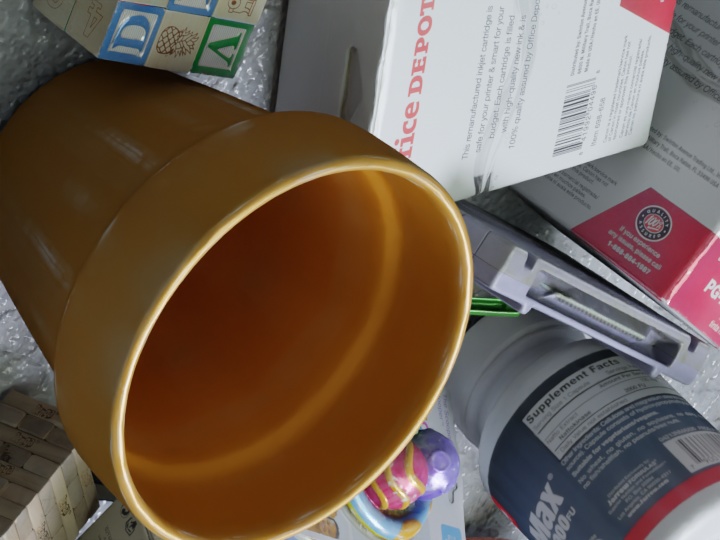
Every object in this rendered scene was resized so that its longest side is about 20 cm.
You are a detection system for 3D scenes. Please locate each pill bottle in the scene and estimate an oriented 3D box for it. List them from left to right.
[{"bbox_3d":[0.135,0.109,1.559,0.119,0.200,0.120,-24,137,-24],"label":"pill bottle"}]

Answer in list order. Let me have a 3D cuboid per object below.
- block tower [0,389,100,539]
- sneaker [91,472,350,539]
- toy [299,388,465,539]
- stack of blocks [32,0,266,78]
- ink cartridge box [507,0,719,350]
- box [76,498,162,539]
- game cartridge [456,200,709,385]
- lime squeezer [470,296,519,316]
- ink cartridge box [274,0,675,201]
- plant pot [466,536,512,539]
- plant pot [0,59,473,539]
[{"bbox_3d":[-0.198,0.150,1.340,0.200,0.054,0.058,-53,150,-35],"label":"block tower"},{"bbox_3d":[-0.070,0.121,1.472,0.088,0.076,0.200,-36,126,22],"label":"sneaker"},{"bbox_3d":[0.010,0.091,1.472,0.047,0.116,0.199,-20,154,35],"label":"toy"},{"bbox_3d":[-0.058,-0.192,1.269,0.115,0.059,0.201,5,115,-45],"label":"stack of blocks"},{"bbox_3d":[0.194,-0.083,1.518,0.200,0.145,0.084,-53,142,2],"label":"ink cartridge box"},{"bbox_3d":[-0.137,0.198,1.422,0.082,0.069,0.200,17,128,-44],"label":"box"},{"bbox_3d":[0.088,0.000,1.493,0.200,0.129,0.039,25,93,-49],"label":"game cartridge"},{"bbox_3d":[0.000,0.000,1.468,0.070,0.038,0.200,-37,143,24],"label":"lime squeezer"},{"bbox_3d":[0.060,-0.121,1.413,0.199,0.084,0.145,-18,130,-35],"label":"ink cartridge box"},{"bbox_3d":[0.069,0.299,1.666,0.200,0.201,0.196,-19,139,-32],"label":"plant pot"},{"bbox_3d":[-0.080,-0.003,1.292,0.199,0.183,0.201,-24,133,-29],"label":"plant pot"}]
